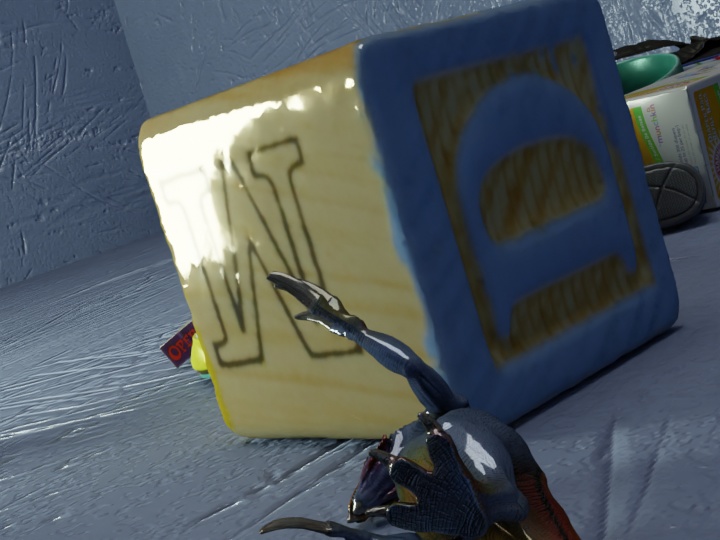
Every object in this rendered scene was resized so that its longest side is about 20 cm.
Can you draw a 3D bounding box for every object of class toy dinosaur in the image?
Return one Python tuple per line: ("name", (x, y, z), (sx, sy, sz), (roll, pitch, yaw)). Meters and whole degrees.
("toy dinosaur", (0.030, 0.087, 0.421), (0.200, 0.105, 0.181), (26, 8, 18))

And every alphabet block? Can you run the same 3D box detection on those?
("alphabet block", (0.026, -0.027, 0.674), (0.195, 0.197, 0.200), (-20, 8, -41))

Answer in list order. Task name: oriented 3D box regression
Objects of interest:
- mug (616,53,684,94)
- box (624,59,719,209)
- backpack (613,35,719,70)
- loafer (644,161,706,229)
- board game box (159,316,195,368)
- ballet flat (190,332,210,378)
("mug", (0.283, -0.149, 1.264), (0.152, 0.115, 0.185), (-8, 24, 42))
("box", (0.319, -0.128, 1.114), (0.200, 0.113, 0.101), (-23, 11, -42))
("backpack", (0.371, -0.202, 1.432), (0.190, 0.154, 0.200), (-27, 16, -17))
("loafer", (0.193, -0.047, 1.029), (0.200, 0.072, 0.063), (-8, -10, 20))
("board game box", (-0.077, -0.001, 1.031), (0.200, 0.032, 0.120), (-38, 2, 28))
("ballet flat", (-0.084, 0.045, 0.885), (0.067, 0.067, 0.200), (-22, 8, -20))
